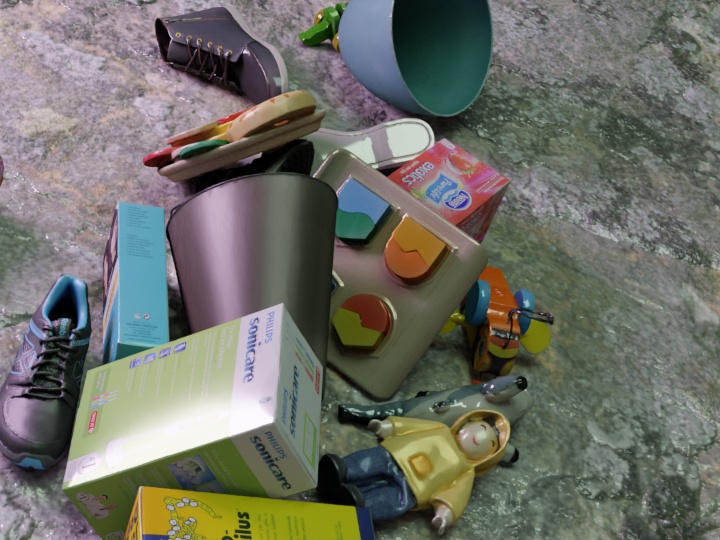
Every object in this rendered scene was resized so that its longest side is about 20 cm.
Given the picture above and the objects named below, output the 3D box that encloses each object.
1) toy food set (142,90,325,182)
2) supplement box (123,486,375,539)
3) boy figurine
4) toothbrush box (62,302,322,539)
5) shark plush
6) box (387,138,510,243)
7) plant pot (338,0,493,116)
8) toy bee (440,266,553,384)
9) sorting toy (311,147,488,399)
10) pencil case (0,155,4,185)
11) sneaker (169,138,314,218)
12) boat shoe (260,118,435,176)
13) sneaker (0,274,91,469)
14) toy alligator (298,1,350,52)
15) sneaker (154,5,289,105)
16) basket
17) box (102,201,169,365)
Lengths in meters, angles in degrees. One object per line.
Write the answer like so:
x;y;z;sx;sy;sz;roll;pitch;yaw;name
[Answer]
-0.132;-0.143;1.751;0.196;0.049;0.200;-19;6;8;toy food set
-0.092;0.258;1.330;0.198;0.109;0.110;8;40;-18;supplement box
0.059;0.185;1.520;0.198;0.065;0.125;-14;59;-28;boy figurine
-0.139;0.132;1.393;0.198;0.086;0.146;-20;36;16;toothbrush box
0.078;0.145;1.618;0.198;0.092;0.083;-13;25;-9;shark plush
0.067;-0.050;1.777;0.094;0.103;0.200;33;34;14;box
0.051;-0.287;2.016;0.134;0.202;0.199;2;21;41;plant pot
0.129;0.065;1.695;0.130;0.110;0.200;18;12;8;toy bee
0.000;0.000;1.650;0.199;0.186;0.036;36;-3;15;sorting toy
-0.421;-0.062;1.575;0.087;0.088;0.200;26;37;6;pencil case
-0.127;-0.091;1.749;0.087;0.076;0.200;26;46;20;sneaker
-0.014;-0.126;1.857;0.198;0.062;0.076;-14;66;-5;boat shoe
-0.281;0.088;1.465;0.072;0.082;0.201;13;40;-14;sneaker
0.008;-0.322;2.119;0.198;0.055;0.059;-11;48;-35;toy alligator
-0.164;-0.240;1.933;0.105;0.075;0.200;-11;39;-29;sneaker
-0.096;0.033;1.554;0.136;0.179;0.202;44;32;-52;basket
-0.215;0.030;1.566;0.049;0.083;0.201;8;39;-16;box
